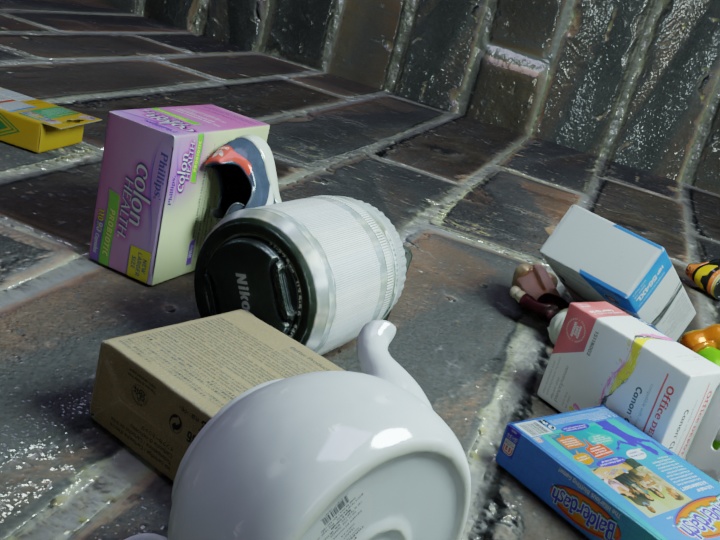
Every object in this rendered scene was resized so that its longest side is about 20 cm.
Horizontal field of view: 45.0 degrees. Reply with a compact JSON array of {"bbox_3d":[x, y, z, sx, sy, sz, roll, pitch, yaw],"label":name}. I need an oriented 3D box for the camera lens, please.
[{"bbox_3d":[-0.059,0.008,0.897,0.159,0.161,0.200,24,21,25],"label":"camera lens"}]

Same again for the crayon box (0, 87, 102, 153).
[{"bbox_3d":[-0.534,-0.238,1.387,0.198,0.052,0.126,18,19,10],"label":"crayon box"}]

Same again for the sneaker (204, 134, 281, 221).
[{"bbox_3d":[-0.125,-0.052,1.015,0.075,0.201,0.084,-12,15,41],"label":"sneaker"}]

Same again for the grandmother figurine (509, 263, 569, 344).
[{"bbox_3d":[0.260,0.047,1.184,0.120,0.061,0.200,11,18,-12],"label":"grandmother figurine"}]

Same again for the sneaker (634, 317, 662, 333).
[{"bbox_3d":[0.338,0.094,1.080,0.073,0.083,0.200,12,16,-6],"label":"sneaker"}]

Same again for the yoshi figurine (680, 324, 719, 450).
[{"bbox_3d":[0.413,0.154,0.928,0.112,0.112,0.201,31,30,-24],"label":"yoshi figurine"}]

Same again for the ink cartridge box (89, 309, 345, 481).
[{"bbox_3d":[-0.092,0.114,0.709,0.199,0.076,0.164,27,21,32],"label":"ink cartridge box"}]

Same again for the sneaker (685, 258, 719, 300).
[{"bbox_3d":[0.680,0.005,1.597,0.199,0.070,0.090,-3,29,-37],"label":"sneaker"}]

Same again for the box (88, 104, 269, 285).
[{"bbox_3d":[-0.215,-0.099,1.051,0.096,0.177,0.200,21,21,19],"label":"box"}]

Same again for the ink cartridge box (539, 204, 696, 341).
[{"bbox_3d":[0.347,0.017,1.164,0.146,0.085,0.200,33,-6,42],"label":"ink cartridge box"}]

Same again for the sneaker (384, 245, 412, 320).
[{"bbox_3d":[0.000,0.000,1.087,0.114,0.077,0.200,26,25,2],"label":"sneaker"}]

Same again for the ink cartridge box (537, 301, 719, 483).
[{"bbox_3d":[0.289,0.127,0.897,0.067,0.117,0.200,0,23,-38],"label":"ink cartridge box"}]

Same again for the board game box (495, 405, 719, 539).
[{"bbox_3d":[0.243,0.197,0.776,0.151,0.045,0.200,-1,24,-39],"label":"board game box"}]

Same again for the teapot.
[{"bbox_3d":[-0.043,0.139,0.520,0.199,0.199,0.146,4,20,-47],"label":"teapot"}]
